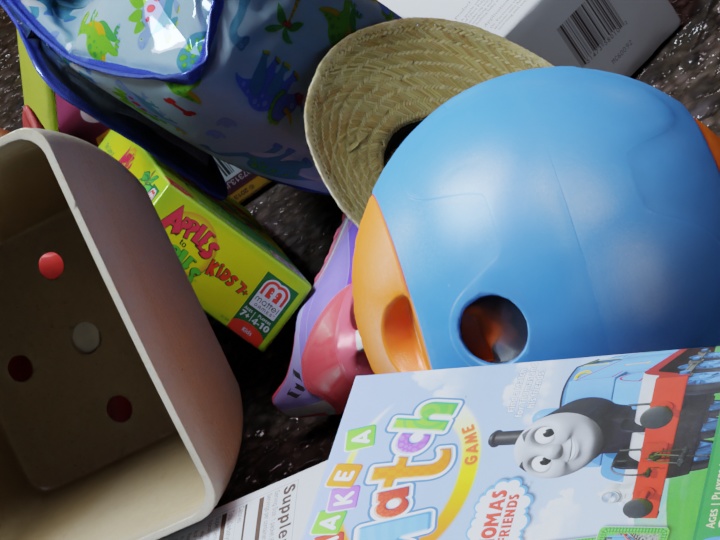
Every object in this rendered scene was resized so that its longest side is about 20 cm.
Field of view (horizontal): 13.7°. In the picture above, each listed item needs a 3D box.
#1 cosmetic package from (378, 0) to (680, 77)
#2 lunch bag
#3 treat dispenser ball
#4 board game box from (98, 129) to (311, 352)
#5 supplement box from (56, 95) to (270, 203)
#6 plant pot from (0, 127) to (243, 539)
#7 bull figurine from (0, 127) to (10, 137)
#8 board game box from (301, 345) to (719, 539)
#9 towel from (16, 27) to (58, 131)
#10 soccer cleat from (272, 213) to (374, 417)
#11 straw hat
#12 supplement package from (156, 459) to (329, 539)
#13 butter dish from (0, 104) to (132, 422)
[{"bbox_3d":[0.080,-0.156,1.774,0.108,0.085,0.200,-45,30,-14],"label":"cosmetic package"},{"bbox_3d":[-0.092,-0.122,1.660,0.200,0.170,0.128,15,77,44],"label":"lunch bag"},{"bbox_3d":[0.096,0.004,1.421,0.201,0.201,0.201,-27,32,18],"label":"treat dispenser ball"},{"bbox_3d":[-0.099,-0.023,1.718,0.048,0.102,0.200,-53,18,4],"label":"board game box"},{"bbox_3d":[-0.133,-0.104,1.927,0.110,0.086,0.200,-34,30,6],"label":"supplement box"},{"bbox_3d":[-0.169,0.047,1.495,0.199,0.200,0.177,-25,2,18],"label":"plant pot"},{"bbox_3d":[-0.273,-0.073,2.029,0.200,0.121,0.065,-4,85,55],"label":"bull figurine"},{"bbox_3d":[0.076,0.100,1.270,0.200,0.037,0.151,-7,40,23],"label":"board game box"},{"bbox_3d":[-0.189,-0.064,1.842,0.018,0.200,0.086,-11,31,-13],"label":"towel"},{"bbox_3d":[0.000,0.000,1.670,0.076,0.067,0.200,-23,36,32],"label":"soccer cleat"},{"bbox_3d":[0.051,-0.035,1.608,0.085,0.201,0.201,120,174,-48],"label":"straw hat"},{"bbox_3d":[-0.032,0.183,1.391,0.200,0.121,0.120,-24,35,21],"label":"supplement package"},{"bbox_3d":[-0.212,0.036,1.681,0.147,0.200,0.200,-12,27,-12],"label":"butter dish"}]
